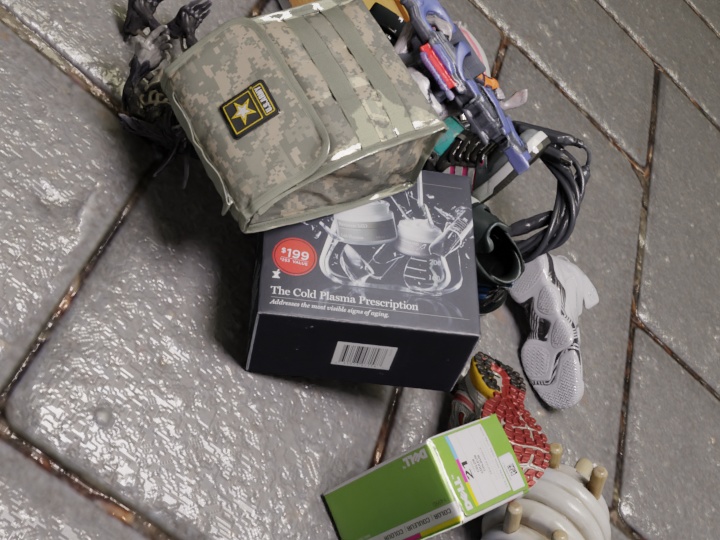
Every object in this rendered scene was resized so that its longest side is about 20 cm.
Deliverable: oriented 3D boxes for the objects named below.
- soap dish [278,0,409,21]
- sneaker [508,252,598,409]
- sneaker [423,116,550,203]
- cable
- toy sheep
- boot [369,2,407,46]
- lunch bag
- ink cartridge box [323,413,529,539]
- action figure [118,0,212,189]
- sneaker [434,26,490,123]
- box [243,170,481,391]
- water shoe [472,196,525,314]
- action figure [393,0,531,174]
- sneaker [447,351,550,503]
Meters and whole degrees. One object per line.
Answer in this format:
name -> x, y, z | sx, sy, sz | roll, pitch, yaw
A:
soap dish -> -0.008, -0.303, 1.246 | 0.157, 0.081, 0.201 | -18, 78, -49
sneaker -> 0.243, 0.065, 1.249 | 0.114, 0.075, 0.202 | 5, 66, -48
sneaker -> 0.113, -0.134, 1.132 | 0.084, 0.200, 0.121 | -39, 92, -34
cable -> 0.166, -0.099, 1.233 | 0.051, 0.199, 0.165 | 14, 93, -71
toy sheep -> 0.185, 0.250, 1.021 | 0.200, 0.138, 0.138 | -38, 92, -39
boot -> 0.013, -0.180, 1.142 | 0.076, 0.169, 0.200 | 38, 5, 25
lunch bag -> -0.056, -0.135, 0.907 | 0.199, 0.118, 0.165 | -22, 71, -27
ink cartridge box -> 0.024, 0.200, 0.882 | 0.199, 0.148, 0.076 | -9, 70, -47
action figure -> -0.172, -0.183, 0.986 | 0.118, 0.102, 0.201 | 14, 51, -40
sneaker -> 0.114, -0.235, 1.324 | 0.104, 0.075, 0.202 | 1, 67, -50
box -> 0.000, 0.000, 0.970 | 0.198, 0.104, 0.183 | 6, 54, -9
water shoe -> 0.137, 0.003, 1.129 | 0.079, 0.072, 0.200 | 36, -13, 34
action figure -> 0.092, -0.168, 1.024 | 0.193, 0.104, 0.201 | -23, 82, -56
sneaker -> 0.131, 0.165, 1.026 | 0.077, 0.083, 0.200 | 26, 22, -10
